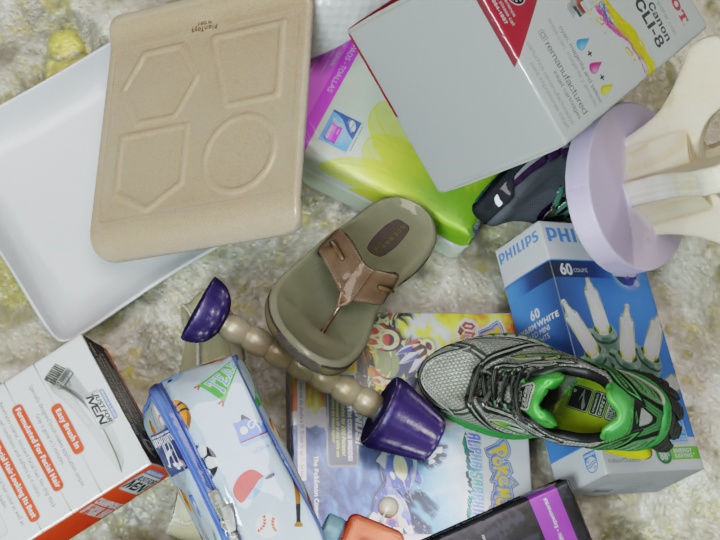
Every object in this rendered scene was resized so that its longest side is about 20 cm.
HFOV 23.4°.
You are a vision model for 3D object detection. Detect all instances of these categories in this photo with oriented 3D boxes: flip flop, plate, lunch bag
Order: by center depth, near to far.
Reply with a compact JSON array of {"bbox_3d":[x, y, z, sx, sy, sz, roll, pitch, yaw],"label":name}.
[{"bbox_3d":[-0.083,0.142,1.147,0.075,0.200,0.161,-25,85,-9],"label":"lunch bag"},{"bbox_3d":[0.000,0.000,1.259,0.081,0.058,0.200,39,46,6],"label":"flip flop"},{"bbox_3d":[-0.204,-0.066,1.370,0.200,0.032,0.200,-33,74,-16],"label":"plate"}]

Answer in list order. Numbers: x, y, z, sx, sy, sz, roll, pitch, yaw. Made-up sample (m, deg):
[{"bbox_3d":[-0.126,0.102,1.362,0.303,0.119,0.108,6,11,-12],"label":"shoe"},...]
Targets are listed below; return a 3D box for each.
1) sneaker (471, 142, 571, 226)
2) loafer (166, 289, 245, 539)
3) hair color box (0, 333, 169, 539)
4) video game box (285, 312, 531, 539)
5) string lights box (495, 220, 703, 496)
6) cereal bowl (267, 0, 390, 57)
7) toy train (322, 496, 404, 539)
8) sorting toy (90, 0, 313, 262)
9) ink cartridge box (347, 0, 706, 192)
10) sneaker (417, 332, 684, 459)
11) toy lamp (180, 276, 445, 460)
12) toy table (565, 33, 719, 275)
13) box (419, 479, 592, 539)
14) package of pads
[{"bbox_3d":[0.167,-0.064,1.350,0.088,0.074,0.200,50,42,6],"label":"sneaker"},{"bbox_3d":[-0.119,0.109,1.284,0.068,0.076,0.201,-3,69,-13],"label":"loafer"},{"bbox_3d":[-0.248,0.147,1.237,0.200,0.064,0.111,-32,73,3],"label":"hair color box"},{"bbox_3d":[0.035,0.130,1.308,0.182,0.047,0.201,1,68,-8],"label":"video game box"},{"bbox_3d":[0.179,0.066,1.319,0.103,0.059,0.201,2,66,-36],"label":"string lights box"},{"bbox_3d":[-0.038,-0.265,1.377,0.083,0.200,0.200,43,63,-36],"label":"cereal bowl"},{"bbox_3d":[0.046,0.254,1.190,0.200,0.056,0.151,28,85,-2],"label":"toy train"},{"bbox_3d":[-0.117,-0.112,1.319,0.185,0.036,0.201,-8,71,27],"label":"sorting toy"},{"bbox_3d":[0.126,-0.179,1.293,0.200,0.144,0.146,-39,102,-38],"label":"ink cartridge box"},{"bbox_3d":[0.123,0.082,1.232,0.200,0.085,0.078,6,83,36],"label":"sneaker"},{"bbox_3d":[-0.031,0.076,1.255,0.200,0.058,0.058,30,68,-6],"label":"toy lamp"},{"bbox_3d":[0.246,-0.073,1.310,0.184,0.117,0.200,64,32,-16],"label":"toy table"},{"bbox_3d":[0.083,0.252,1.238,0.199,0.036,0.143,-22,88,-8],"label":"box"},{"bbox_3d":[0.029,-0.122,1.395,0.200,0.068,0.155,28,68,3],"label":"package of pads"}]
